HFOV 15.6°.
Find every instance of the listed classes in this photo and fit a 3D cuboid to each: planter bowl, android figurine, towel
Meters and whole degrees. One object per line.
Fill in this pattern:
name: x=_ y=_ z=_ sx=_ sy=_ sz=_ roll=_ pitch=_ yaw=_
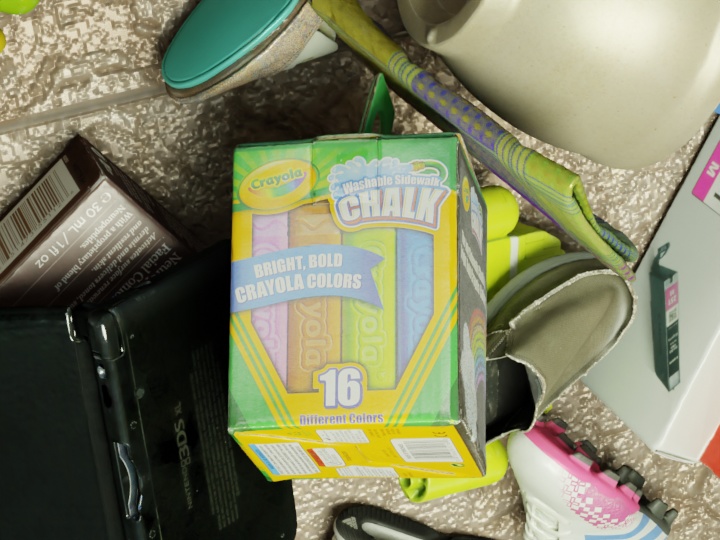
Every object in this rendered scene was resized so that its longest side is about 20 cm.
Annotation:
planter bowl: x=0.102 y=-0.164 z=1.387 sx=0.134 sy=0.200 sz=0.201 roll=11 pitch=109 yaw=-28
android figurine: x=0.059 y=0.041 z=1.523 sx=0.199 sy=0.041 sz=0.183 roll=-10 pitch=110 yaw=-39
towel: x=0.061 y=-0.077 z=1.398 sx=0.023 sy=0.200 sz=0.144 roll=-49 pitch=151 yaw=0

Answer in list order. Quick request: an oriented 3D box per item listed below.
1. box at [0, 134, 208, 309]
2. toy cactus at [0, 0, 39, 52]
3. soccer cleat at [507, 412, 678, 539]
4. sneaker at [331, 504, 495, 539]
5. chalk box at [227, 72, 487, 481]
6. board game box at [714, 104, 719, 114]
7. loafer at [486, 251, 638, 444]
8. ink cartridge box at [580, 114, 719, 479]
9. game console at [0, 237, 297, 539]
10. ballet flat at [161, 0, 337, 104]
box: x=-0.116 y=0.029 z=1.481 sx=0.100 sy=0.075 sz=0.200 roll=-46 pitch=120 yaw=5
toy cactus: x=-0.248 y=-0.139 z=1.345 sx=0.165 sy=0.200 sz=0.103 roll=-31 pitch=79 yaw=28
soccer cleat: x=0.127 y=0.150 z=1.573 sx=0.086 sy=0.070 sz=0.200 roll=-49 pitch=148 yaw=4
sneaker: x=0.052 y=0.226 z=1.629 sx=0.200 sy=0.076 sz=0.116 roll=22 pitch=113 yaw=-16
chalk box: x=0.000 y=0.000 z=1.383 sx=0.123 sy=0.124 sz=0.201 roll=-3 pitch=72 yaw=9
board game box: x=0.283 y=-0.160 z=1.486 sx=0.152 sy=0.045 sz=0.201 roll=20 pitch=71 yaw=-24
loafer: x=0.089 y=0.060 z=1.479 sx=0.200 sy=0.070 sz=0.075 roll=-36 pitch=124 yaw=-25
ink cartridge box: x=0.227 y=0.024 z=1.529 sx=0.043 sy=0.174 sz=0.201 roll=18 pitch=106 yaw=-33
game console: x=-0.141 y=0.090 z=1.450 sx=0.176 sy=0.116 sz=0.201 roll=-30 pitch=124 yaw=-38
ballet flat: x=-0.023 y=-0.158 z=1.436 sx=0.200 sy=0.068 sz=0.067 roll=-47 pitch=135 yaw=7
